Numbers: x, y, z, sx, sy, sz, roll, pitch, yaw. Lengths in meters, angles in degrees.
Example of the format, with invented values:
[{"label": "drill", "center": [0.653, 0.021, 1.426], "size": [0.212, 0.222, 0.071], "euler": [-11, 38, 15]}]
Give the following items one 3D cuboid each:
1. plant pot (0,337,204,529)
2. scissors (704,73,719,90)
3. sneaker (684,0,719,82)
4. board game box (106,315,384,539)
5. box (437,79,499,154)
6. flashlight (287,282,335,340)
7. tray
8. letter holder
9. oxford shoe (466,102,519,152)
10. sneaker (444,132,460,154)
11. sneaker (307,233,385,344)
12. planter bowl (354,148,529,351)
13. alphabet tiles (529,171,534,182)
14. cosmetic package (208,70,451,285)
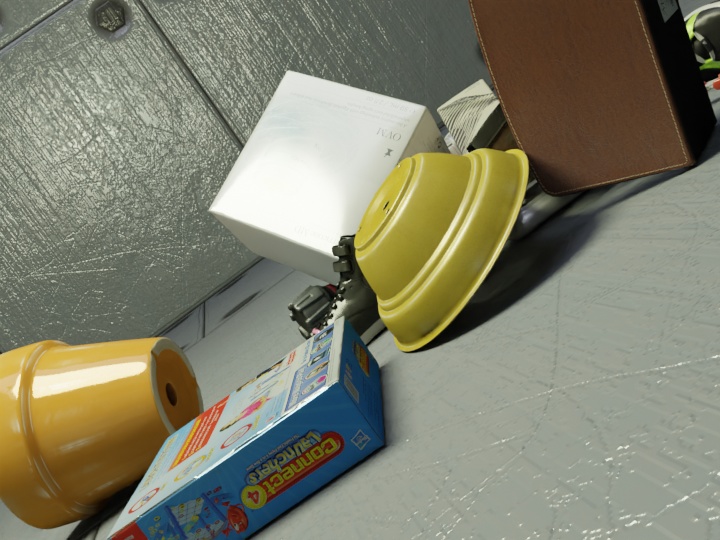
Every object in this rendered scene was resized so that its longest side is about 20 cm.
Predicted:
[{"label": "plant pot", "center": [-0.279, 0.158, 0.990], "size": [0.182, 0.201, 0.200], "euler": [-19, 11, 10]}, {"label": "scissors", "center": [0.327, -0.173, 0.843], "size": [0.199, 0.014, 0.073], "euler": [-21, 16, 34]}, {"label": "sneaker", "center": [0.318, -0.198, 0.940], "size": [0.083, 0.072, 0.200], "euler": [-47, 6, -38]}, {"label": "board game box", "center": [-0.078, 0.132, 0.699], "size": [0.195, 0.056, 0.200], "euler": [-35, 8, 6]}, {"label": "box", "center": [0.166, -0.173, 1.184], "size": [0.082, 0.068, 0.200], "euler": [-33, 28, 10]}, {"label": "flashlight", "center": [0.000, 0.000, 1.112], "size": [0.200, 0.068, 0.068], "euler": [-37, 8, -21]}, {"label": "tray", "center": [0.218, -0.099, 0.923], "size": [0.199, 0.022, 0.107], "euler": [-36, 7, -4]}, {"label": "letter holder", "center": [0.191, -0.179, 0.760], "size": [0.141, 0.201, 0.101], "euler": [-13, 20, 37]}, {"label": "oxford shoe", "center": [0.131, -0.082, 1.023], "size": [0.201, 0.084, 0.073], "euler": [-55, 0, 10]}, {"label": "sneaker", "center": [0.139, -0.165, 1.483], "size": [0.200, 0.081, 0.088], "euler": [-42, 6, 20]}, {"label": "sneaker", "center": [-0.017, 0.026, 0.912], "size": [0.200, 0.099, 0.071], "euler": [-38, 10, -8]}, {"label": "planter bowl", "center": [0.051, -0.038, 0.782], "size": [0.201, 0.083, 0.201], "euler": [-56, 13, 19]}, {"label": "alphabet tiles", "center": [0.176, -0.113, 0.903], "size": [0.195, 0.015, 0.200], "euler": [-41, -8, -15]}, {"label": "cosmetic package", "center": [-0.032, -0.100, 1.054], "size": [0.201, 0.198, 0.123], "euler": [-63, -30, -12]}]
